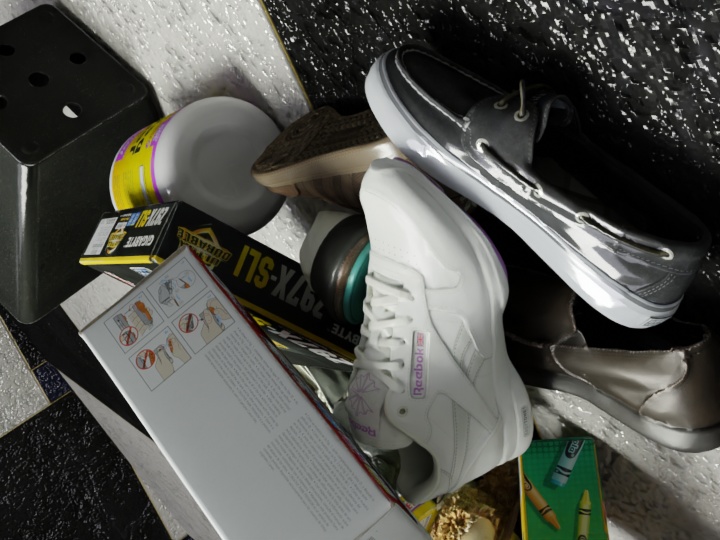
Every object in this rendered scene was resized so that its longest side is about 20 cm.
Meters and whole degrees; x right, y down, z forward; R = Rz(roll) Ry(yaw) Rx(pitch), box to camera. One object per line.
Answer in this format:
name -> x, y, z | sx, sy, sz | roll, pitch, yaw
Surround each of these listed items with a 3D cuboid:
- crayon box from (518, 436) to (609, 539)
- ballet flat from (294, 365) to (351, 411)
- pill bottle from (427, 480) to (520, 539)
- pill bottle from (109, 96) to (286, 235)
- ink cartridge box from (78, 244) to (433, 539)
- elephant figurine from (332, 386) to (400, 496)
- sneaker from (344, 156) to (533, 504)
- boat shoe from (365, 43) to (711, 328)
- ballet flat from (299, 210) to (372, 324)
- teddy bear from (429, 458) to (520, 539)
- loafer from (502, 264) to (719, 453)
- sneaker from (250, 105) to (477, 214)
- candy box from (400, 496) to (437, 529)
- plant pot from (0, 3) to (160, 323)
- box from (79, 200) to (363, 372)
crayon box -> 0.145, 0.234, 0.752 | 0.058, 0.201, 0.119 | -4, 142, 7
ballet flat -> -0.077, 0.073, 1.048 | 0.200, 0.064, 0.067 | 48, 158, -1
pill bottle -> 0.054, 0.216, 0.979 | 0.200, 0.111, 0.111 | 52, 158, -3
pill bottle -> -0.138, -0.072, 0.857 | 0.104, 0.104, 0.200 | 53, 157, -16
ink cartridge box -> -0.051, 0.109, 0.641 | 0.200, 0.084, 0.176 | 48, 174, 27
elephant figurine -> -0.008, 0.153, 0.849 | 0.199, 0.142, 0.156 | -21, 114, 29
sneaker -> 0.032, 0.039, 0.574 | 0.075, 0.099, 0.201 | 22, 136, 56
boat shoe -> 0.087, -0.058, 0.531 | 0.200, 0.070, 0.066 | 46, 136, 19
ballet flat -> 0.000, 0.000, 0.686 | 0.068, 0.068, 0.200 | 31, 180, 20
teddy bear -> 0.078, 0.202, 0.832 | 0.066, 0.200, 0.146 | 19, 115, 15
loafer -> 0.128, 0.028, 0.602 | 0.200, 0.073, 0.072 | 22, 135, 45
sneaker -> -0.003, -0.058, 0.682 | 0.076, 0.070, 0.200 | 50, 160, -22
candy box -> 0.001, 0.234, 0.831 | 0.026, 0.102, 0.200 | 48, 156, 20
plant pot -> -0.288, -0.112, 0.970 | 0.200, 0.199, 0.178 | 42, 147, 12
box -> -0.087, 0.016, 0.790 | 0.199, 0.050, 0.159 | 29, 164, -28
